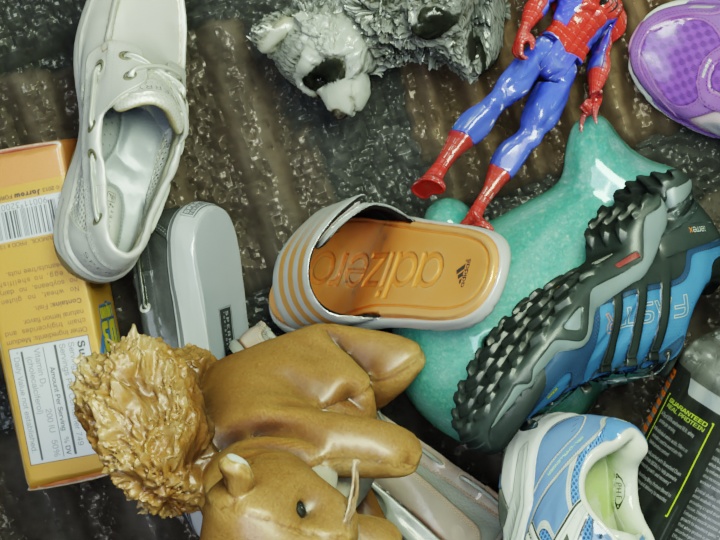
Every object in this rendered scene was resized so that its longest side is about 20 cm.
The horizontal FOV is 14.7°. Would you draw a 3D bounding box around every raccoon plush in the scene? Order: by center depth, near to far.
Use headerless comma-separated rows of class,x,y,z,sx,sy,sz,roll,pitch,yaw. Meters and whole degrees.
raccoon plush,0.016,-0.184,1.623,0.133,0.097,0.201,3,65,22

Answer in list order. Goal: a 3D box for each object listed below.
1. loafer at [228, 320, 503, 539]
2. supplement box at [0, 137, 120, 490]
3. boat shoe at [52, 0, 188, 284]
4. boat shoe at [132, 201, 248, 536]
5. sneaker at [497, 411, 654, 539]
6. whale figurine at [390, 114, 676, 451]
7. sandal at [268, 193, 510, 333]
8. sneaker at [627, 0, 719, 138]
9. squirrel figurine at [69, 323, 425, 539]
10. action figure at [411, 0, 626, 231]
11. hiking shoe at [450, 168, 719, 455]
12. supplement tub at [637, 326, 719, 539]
loafer,0.010,0.096,1.637,0.063,0.072,0.200,-44,93,0
supplement box,-0.181,0.025,1.661,0.068,0.067,0.201,-9,93,8
boat shoe,-0.126,-0.093,1.615,0.070,0.069,0.201,13,75,-28
boat shoe,-0.106,0.061,1.654,0.066,0.070,0.201,-2,99,30
sneaker,0.114,0.171,1.508,0.077,0.075,0.201,-14,69,47
whale figurine,0.101,0.010,1.592,0.159,0.104,0.200,37,97,6
sandal,0.003,-0.008,1.575,0.059,0.206,0.080,27,72,-33
sneaker,0.243,-0.093,1.570,0.199,0.088,0.081,28,99,8
squirrel figurine,-0.069,0.112,1.513,0.199,0.187,0.142,18,114,5
action figure,0.106,-0.112,1.584,0.065,0.052,0.201,39,70,-17
hiking shoe,0.134,0.036,1.523,0.200,0.074,0.087,-47,104,-18
supplement tub,0.209,0.122,1.572,0.122,0.122,0.201,27,99,7
